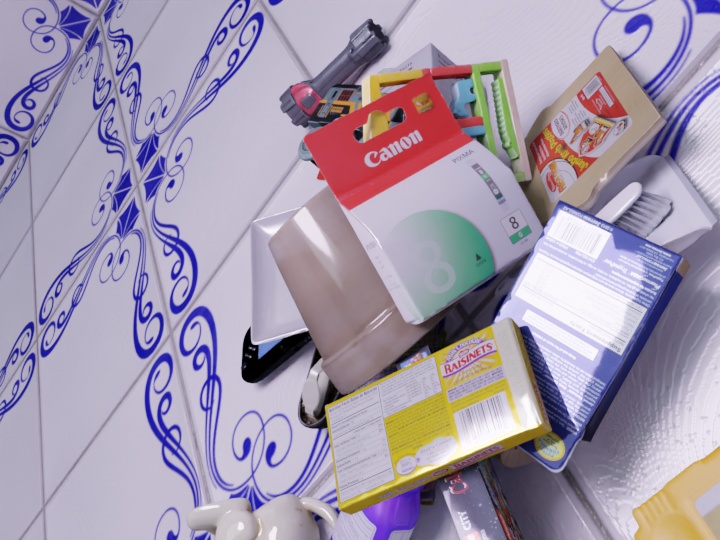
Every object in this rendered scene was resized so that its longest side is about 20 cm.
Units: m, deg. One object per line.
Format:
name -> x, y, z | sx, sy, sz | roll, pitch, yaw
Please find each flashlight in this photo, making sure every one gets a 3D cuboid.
flashlight -> -0.041, -0.310, 1.199 | 0.199, 0.068, 0.068 | -38, 68, 26

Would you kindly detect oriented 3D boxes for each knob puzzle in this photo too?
knob puzzle -> 0.218, -0.116, 0.795 | 0.220, 0.030, 0.221 | -48, 25, 30

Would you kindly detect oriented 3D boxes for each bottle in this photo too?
bottle -> 0.022, 0.245, 0.791 | 0.084, 0.065, 0.202 | 49, 126, 55

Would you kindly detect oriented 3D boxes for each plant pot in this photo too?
plant pot -> 0.000, 0.000, 0.813 | 0.199, 0.174, 0.200 | -40, 0, 0

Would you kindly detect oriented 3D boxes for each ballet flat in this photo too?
ballet flat -> -0.030, 0.105, 0.925 | 0.067, 0.068, 0.203 | 20, 103, 24

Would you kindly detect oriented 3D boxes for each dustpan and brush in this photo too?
dustpan and brush -> 0.213, -0.027, 0.717 | 0.200, 0.057, 0.140 | -45, 23, 26

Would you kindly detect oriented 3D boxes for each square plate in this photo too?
square plate -> -0.055, -0.006, 1.026 | 0.195, 0.029, 0.202 | -15, 56, 13

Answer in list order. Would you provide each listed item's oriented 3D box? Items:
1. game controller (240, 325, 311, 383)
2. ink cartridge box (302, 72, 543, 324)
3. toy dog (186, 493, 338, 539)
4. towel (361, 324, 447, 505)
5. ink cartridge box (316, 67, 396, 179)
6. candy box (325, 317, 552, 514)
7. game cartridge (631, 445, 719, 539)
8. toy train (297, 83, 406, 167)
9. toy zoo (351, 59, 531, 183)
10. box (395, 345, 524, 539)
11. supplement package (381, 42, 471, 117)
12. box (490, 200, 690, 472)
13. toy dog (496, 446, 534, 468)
game controller -> -0.106, 0.078, 1.087 | 0.200, 0.042, 0.105 | -40, 45, 29
ink cartridge box -> 0.063, -0.075, 0.713 | 0.160, 0.202, 0.050 | -30, 3, -22
toy dog -> -0.100, 0.375, 0.873 | 0.191, 0.140, 0.202 | -15, 50, 2
towel -> 0.040, 0.168, 0.883 | 0.143, 0.023, 0.203 | -19, 57, 44
ink cartridge box -> 0.003, -0.207, 1.102 | 0.199, 0.057, 0.165 | 15, 82, 48
candy box -> 0.059, 0.127, 0.659 | 0.198, 0.026, 0.103 | -29, 47, 22
game cartridge -> 0.309, 0.198, 0.540 | 0.200, 0.032, 0.177 | -47, 41, 21
toy train -> 0.010, -0.151, 0.856 | 0.199, 0.085, 0.115 | 18, 75, 50
toy zoo -> 0.078, -0.138, 0.774 | 0.020, 0.198, 0.133 | -11, 92, 65
box -> 0.100, 0.186, 0.707 | 0.037, 0.137, 0.201 | -26, 48, 7
supplement package -> 0.084, -0.145, 0.919 | 0.109, 0.113, 0.202 | -26, 52, 38
box -> 0.174, 0.055, 0.651 | 0.121, 0.032, 0.202 | 32, 95, 36
toy dog -> 0.163, 0.086, 0.718 | 0.132, 0.096, 0.202 | 34, 98, 51
